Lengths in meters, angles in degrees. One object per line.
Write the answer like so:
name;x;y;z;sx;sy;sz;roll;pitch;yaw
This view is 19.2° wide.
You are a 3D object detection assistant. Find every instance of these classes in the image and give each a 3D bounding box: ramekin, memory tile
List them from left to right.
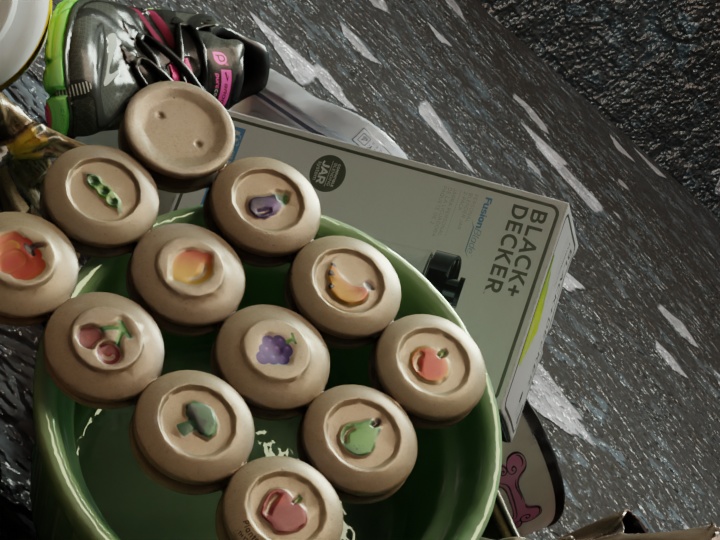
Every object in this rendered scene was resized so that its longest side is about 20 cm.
memory tile;-0.054;0.019;0.872;0.200;0.017;0.153;42;54;10
ramekin;-0.048;0.080;0.908;0.198;0.098;0.201;9;56;-13

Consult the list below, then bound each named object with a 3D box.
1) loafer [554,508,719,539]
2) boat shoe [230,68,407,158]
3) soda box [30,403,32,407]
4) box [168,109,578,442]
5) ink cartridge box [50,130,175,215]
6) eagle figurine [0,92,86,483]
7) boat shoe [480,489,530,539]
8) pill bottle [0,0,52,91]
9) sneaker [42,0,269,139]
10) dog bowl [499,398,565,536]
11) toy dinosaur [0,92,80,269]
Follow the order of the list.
loafer;0.127;0.162;1.077;0.073;0.071;0.199;50;-29;-22
boat shoe;-0.044;-0.067;1.222;0.074;0.067;0.200;46;-8;-21
soda box;-0.064;0.116;1.007;0.200;0.063;0.068;50;17;12
box;0.000;0.000;1.083;0.198;0.117;0.060;17;-16;15
ink cartridge box;-0.082;-0.030;1.315;0.145;0.084;0.200;52;15;23
eagle figurine;-0.196;-0.017;0.927;0.150;0.152;0.201;9;47;11
boat shoe;0.055;0.140;0.968;0.072;0.060;0.202;26;23;-42
pill bottle;-0.213;-0.141;1.092;0.109;0.109;0.200;44;-2;-9
sneaker;-0.109;-0.112;1.149;0.083;0.077;0.200;4;14;21
dog bowl;0.020;0.082;1.180;0.200;0.074;0.201;45;-20;22
toy dinosaur;-0.163;-0.002;1.101;0.201;0.058;0.101;56;0;5
